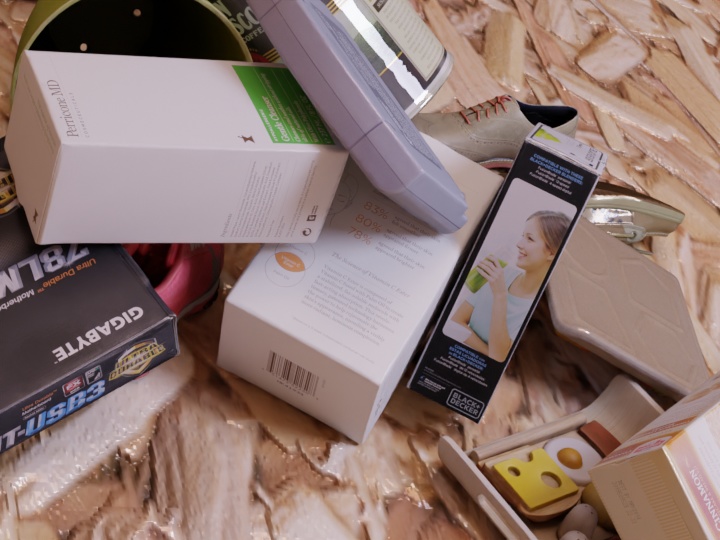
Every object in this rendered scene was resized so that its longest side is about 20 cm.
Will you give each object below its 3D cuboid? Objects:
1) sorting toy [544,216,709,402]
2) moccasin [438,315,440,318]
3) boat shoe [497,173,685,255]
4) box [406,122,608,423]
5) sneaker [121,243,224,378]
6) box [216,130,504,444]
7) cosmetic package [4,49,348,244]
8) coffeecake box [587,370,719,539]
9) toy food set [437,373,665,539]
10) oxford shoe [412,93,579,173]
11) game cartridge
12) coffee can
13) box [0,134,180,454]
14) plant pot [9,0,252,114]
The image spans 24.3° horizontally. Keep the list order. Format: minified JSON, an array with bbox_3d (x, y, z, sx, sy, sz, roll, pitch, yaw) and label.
[{"bbox_3d":[0.206,0.030,1.358,0.184,0.036,0.201,29,29,-28],"label":"sorting toy"},{"bbox_3d":[0.044,-0.011,1.318,0.199,0.081,0.068,25,39,4],"label":"moccasin"},{"bbox_3d":[0.197,-0.045,1.475,0.199,0.063,0.073,6,12,-27],"label":"boat shoe"},{"bbox_3d":[0.109,-0.001,1.215,0.060,0.201,0.117,26,15,6],"label":"box"},{"bbox_3d":[-0.137,-0.005,1.202,0.073,0.087,0.201,24,35,0],"label":"sneaker"},{"bbox_3d":[0.000,0.000,1.203,0.124,0.098,0.201,28,60,8],"label":"box"},{"bbox_3d":[-0.123,-0.079,1.102,0.199,0.085,0.108,-1,41,-30],"label":"cosmetic package"},{"bbox_3d":[0.269,0.158,1.161,0.199,0.073,0.154,-27,90,-43],"label":"coffeecake box"},{"bbox_3d":[0.166,0.147,1.196,0.199,0.061,0.144,-13,49,-40],"label":"toy food set"},{"bbox_3d":[0.106,-0.132,1.513,0.199,0.075,0.071,0,42,-28],"label":"oxford shoe"},{"bbox_3d":[-0.005,-0.119,1.143,0.201,0.040,0.133,56,7,23],"label":"game cartridge"},{"bbox_3d":[-0.037,-0.208,1.400,0.200,0.146,0.147,48,31,-18],"label":"coffee can"},{"bbox_3d":[-0.250,0.023,1.076,0.199,0.050,0.199,-29,56,-20],"label":"box"},{"bbox_3d":[-0.192,-0.169,1.329,0.186,0.188,0.200,8,24,-20],"label":"plant pot"}]
